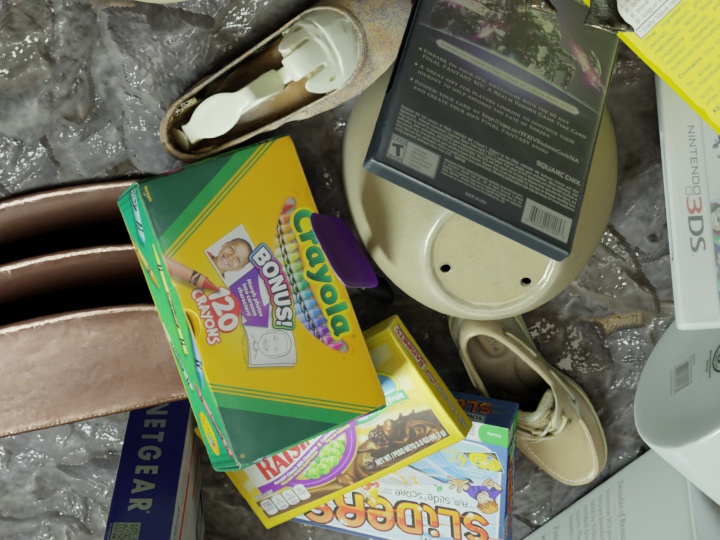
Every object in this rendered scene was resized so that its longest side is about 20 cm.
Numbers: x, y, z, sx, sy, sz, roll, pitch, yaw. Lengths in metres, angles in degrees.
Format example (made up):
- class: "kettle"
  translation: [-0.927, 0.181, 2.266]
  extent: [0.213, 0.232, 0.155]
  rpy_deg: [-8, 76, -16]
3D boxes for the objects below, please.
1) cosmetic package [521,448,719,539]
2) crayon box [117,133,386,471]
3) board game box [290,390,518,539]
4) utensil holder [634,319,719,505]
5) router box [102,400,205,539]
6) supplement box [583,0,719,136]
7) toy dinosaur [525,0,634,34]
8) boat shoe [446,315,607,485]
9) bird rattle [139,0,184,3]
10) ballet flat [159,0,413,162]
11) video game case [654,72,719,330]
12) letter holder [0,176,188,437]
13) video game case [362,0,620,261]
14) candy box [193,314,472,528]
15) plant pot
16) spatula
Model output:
- class: "cosmetic package"
  translation: [0.240, 0.271, 1.213]
  extent: [0.164, 0.166, 0.200]
  rpy_deg: [37, 121, -21]
- class: "crayon box"
  translation: [-0.074, 0.022, 1.051]
  extent: [0.118, 0.058, 0.202]
  rpy_deg: [-20, 89, -25]
- class: "board game box"
  translation: [0.021, 0.147, 1.186]
  extent: [0.198, 0.035, 0.137]
  rpy_deg: [9, 123, 17]
- class: "utensil holder"
  translation: [0.326, 0.118, 1.131]
  extent: [0.199, 0.171, 0.170]
  rpy_deg: [38, 114, -19]
- class: "router box"
  translation: [-0.152, 0.213, 1.165]
  extent: [0.048, 0.201, 0.181]
  rpy_deg: [-1, 120, 0]
- class: "supplement box"
  translation: [0.202, -0.193, 0.956]
  extent: [0.200, 0.110, 0.109]
  rpy_deg: [42, 113, -13]
- class: "toy dinosaur"
  translation: [0.124, -0.196, 0.875]
  extent: [0.198, 0.077, 0.103]
  rpy_deg: [19, 98, 10]
- class: "boat shoe"
  translation: [0.129, 0.102, 1.177]
  extent: [0.072, 0.065, 0.201]
  rpy_deg: [-27, 118, 15]
- class: "bird rattle"
  translation: [-0.145, -0.227, 0.960]
  extent: [0.198, 0.113, 0.163]
  rpy_deg: [-20, 136, 15]
- class: "ballet flat"
  translation: [-0.052, -0.127, 1.028]
  extent: [0.199, 0.067, 0.068]
  rpy_deg: [-32, 92, 17]
- class: "video game case"
  translation: [0.307, -0.057, 1.044]
  extent: [0.198, 0.024, 0.184]
  rpy_deg: [-4, 82, 1]
- class: "letter holder"
  translation: [-0.225, 0.027, 1.110]
  extent: [0.198, 0.101, 0.143]
  rpy_deg: [-12, 119, 7]
- class: "video game case"
  translation: [0.092, -0.123, 0.979]
  extent: [0.142, 0.202, 0.019]
  rpy_deg: [24, 154, -15]
- class: "candy box"
  translation: [-0.023, 0.116, 1.145]
  extent: [0.199, 0.026, 0.103]
  rpy_deg: [-29, 101, 31]
- class: "plant pot"
  translation: [0.085, -0.045, 1.048]
  extent: [0.198, 0.135, 0.202]
  rpy_deg: [-1, 121, -1]
- class: "spatula"
  translation: [0.000, 0.000, 1.064]
  extent: [0.020, 0.200, 0.057]
  rpy_deg: [-30, 76, 3]
